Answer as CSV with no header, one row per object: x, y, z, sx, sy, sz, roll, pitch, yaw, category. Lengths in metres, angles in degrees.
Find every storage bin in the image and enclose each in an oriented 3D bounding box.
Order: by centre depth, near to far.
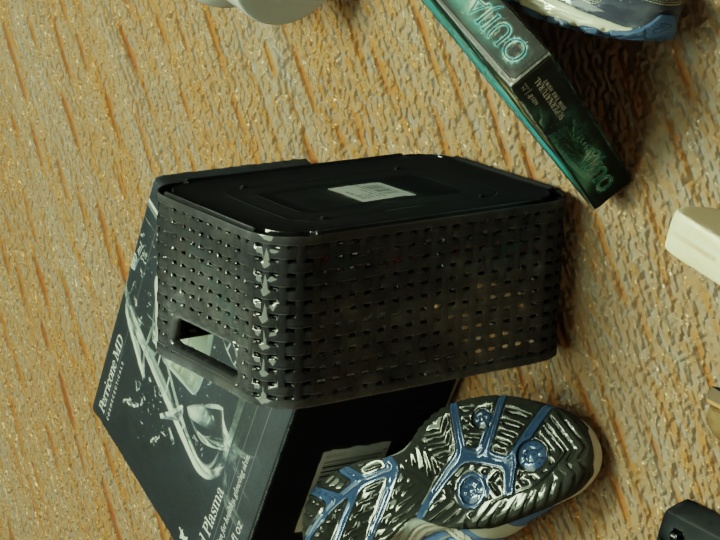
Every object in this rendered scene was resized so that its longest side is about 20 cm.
0.000,0.000,1.165,0.135,0.199,0.094,22,116,52,storage bin

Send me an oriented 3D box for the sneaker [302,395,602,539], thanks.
0.060,0.125,1.228,0.199,0.077,0.076,-22,62,38,sneaker

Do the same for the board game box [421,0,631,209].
0.058,-0.133,1.127,0.028,0.135,0.200,-39,55,4,board game box

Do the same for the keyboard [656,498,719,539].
0.205,0.169,1.045,0.200,0.039,0.105,24,117,51,keyboard

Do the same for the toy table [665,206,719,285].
0.227,0.017,0.903,0.200,0.117,0.185,22,112,50,toy table

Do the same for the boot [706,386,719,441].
0.219,0.120,0.971,0.200,0.073,0.076,40,111,43,boot

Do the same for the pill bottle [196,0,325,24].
-0.094,-0.231,1.334,0.200,0.112,0.113,45,132,43,pill bottle

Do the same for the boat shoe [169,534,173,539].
-0.075,0.230,1.448,0.071,0.070,0.200,-64,38,31,boat shoe

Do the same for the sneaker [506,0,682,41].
0.098,-0.188,1.096,0.200,0.077,0.085,47,127,38,sneaker

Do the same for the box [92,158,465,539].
-0.057,0.071,1.340,0.197,0.123,0.201,53,137,38,box
